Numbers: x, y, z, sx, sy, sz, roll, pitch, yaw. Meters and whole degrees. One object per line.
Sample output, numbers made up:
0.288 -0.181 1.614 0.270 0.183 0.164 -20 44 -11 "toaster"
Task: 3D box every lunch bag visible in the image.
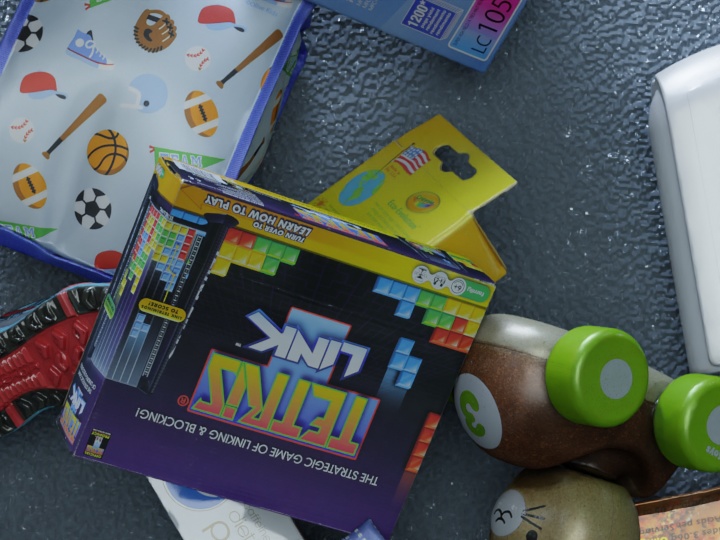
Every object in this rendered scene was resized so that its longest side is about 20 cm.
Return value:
-0.140 -0.090 1.575 0.169 0.124 0.201 21 75 3 "lunch bag"

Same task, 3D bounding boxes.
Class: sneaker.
-0.167 0.036 1.544 0.199 0.096 0.080 -14 110 30 "sneaker"

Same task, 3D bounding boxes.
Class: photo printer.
0.264 -0.045 1.587 0.165 0.069 0.201 -9 83 -2 "photo printer"

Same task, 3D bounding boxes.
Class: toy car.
0.104 0.137 1.495 0.157 0.164 0.201 23 81 -31 "toy car"

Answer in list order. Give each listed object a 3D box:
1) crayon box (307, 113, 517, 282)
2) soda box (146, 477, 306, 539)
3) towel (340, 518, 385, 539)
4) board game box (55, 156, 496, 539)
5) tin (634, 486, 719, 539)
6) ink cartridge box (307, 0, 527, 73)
0.000 0.000 1.557 0.200 0.127 0.051 -36 121 -3 "crayon box"
-0.076 0.148 1.566 0.063 0.068 0.201 -30 83 -4 "soda box"
-0.024 0.258 1.479 0.200 0.024 0.145 -41 89 4 "towel"
-0.047 0.046 1.455 0.199 0.057 0.166 17 101 -23 "board game box"
0.198 0.191 1.572 0.199 0.042 0.113 -10 78 0 "tin"
0.015 -0.219 1.548 0.199 0.076 0.137 20 114 -24 "ink cartridge box"
